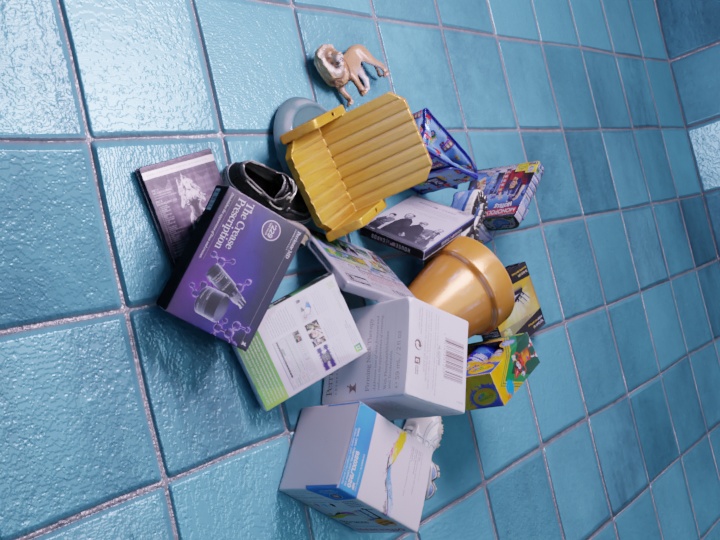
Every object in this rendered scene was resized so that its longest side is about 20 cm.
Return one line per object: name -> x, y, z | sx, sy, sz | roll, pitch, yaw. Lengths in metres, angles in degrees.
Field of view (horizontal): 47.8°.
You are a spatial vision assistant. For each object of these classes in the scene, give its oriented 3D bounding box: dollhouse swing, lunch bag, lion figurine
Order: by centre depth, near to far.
dollhouse swing -> 0.003, -0.190, 1.415 | 0.202, 0.174, 0.182 | 66, 31, -12
lion figurine -> -0.020, -0.404, 1.604 | 0.123, 0.072, 0.200 | 54, 31, -11
lunch bag -> 0.134, -0.220, 1.646 | 0.199, 0.149, 0.096 | 29, 59, -38

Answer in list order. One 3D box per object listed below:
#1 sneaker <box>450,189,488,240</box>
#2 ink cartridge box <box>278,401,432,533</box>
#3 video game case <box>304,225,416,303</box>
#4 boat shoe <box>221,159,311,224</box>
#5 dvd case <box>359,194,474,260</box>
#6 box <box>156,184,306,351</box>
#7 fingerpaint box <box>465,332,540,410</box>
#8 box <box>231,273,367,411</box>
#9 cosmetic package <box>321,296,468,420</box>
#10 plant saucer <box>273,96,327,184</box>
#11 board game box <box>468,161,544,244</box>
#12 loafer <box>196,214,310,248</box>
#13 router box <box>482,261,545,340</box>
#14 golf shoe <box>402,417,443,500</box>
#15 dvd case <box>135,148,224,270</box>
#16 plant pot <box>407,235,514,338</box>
sneaker -> 0.206, -0.077, 1.744 | 0.078, 0.088, 0.203 | 26, 79, -47
ink cartridge box -> -0.002, 0.329, 1.340 | 0.199, 0.146, 0.146 | 38, 54, -33
video game case -> 0.000, 0.000, 1.445 | 0.198, 0.022, 0.183 | 19, 22, -43
boat shoe -> -0.142, -0.130, 1.379 | 0.199, 0.063, 0.072 | 22, 62, -45
dvd case -> 0.114, -0.089, 1.598 | 0.199, 0.149, 0.025 | -32, 136, -47
box -> -0.191, -0.004, 1.207 | 0.140, 0.079, 0.202 | 29, 84, -26
fingerpaint box -> 0.221, 0.202, 1.583 | 0.166, 0.198, 0.074 | -35, 103, -46
box -> -0.102, 0.113, 1.313 | 0.198, 0.036, 0.146 | -28, 99, -21
cosmetic package -> 0.061, 0.161, 1.418 | 0.165, 0.198, 0.170 | 22, 63, -41
plant saucer -> -0.081, -0.225, 1.493 | 0.199, 0.027, 0.204 | 22, 61, -47
board game box -> 0.300, -0.136, 1.804 | 0.062, 0.199, 0.202 | 40, 66, -30
loafer -> -0.171, -0.050, 1.302 | 0.197, 0.075, 0.070 | 5, 86, -34
router box -> 0.336, 0.086, 1.851 | 0.199, 0.052, 0.160 | -26, 99, -48
golf shoe -> 0.098, 0.320, 1.511 | 0.096, 0.078, 0.203 | 17, 65, -37
dvd case -> -0.258, -0.080, 1.276 | 0.148, 0.016, 0.203 | -27, 100, -48
plant pot -> 0.168, 0.064, 1.587 | 0.182, 0.199, 0.202 | -35, 105, -31
